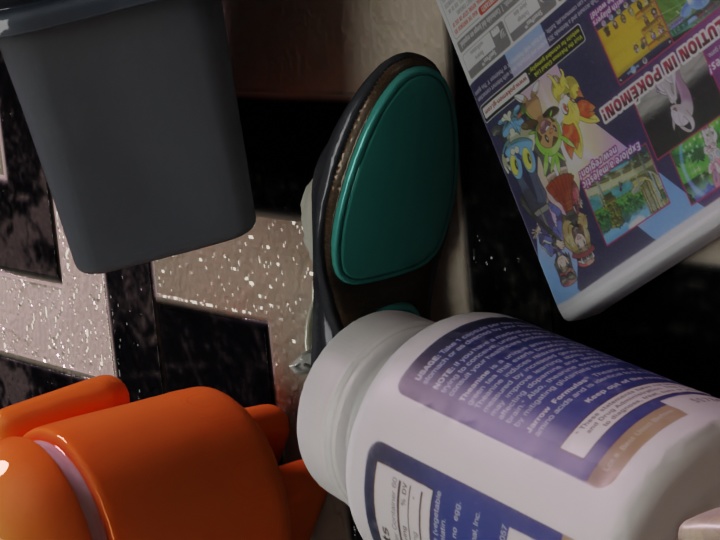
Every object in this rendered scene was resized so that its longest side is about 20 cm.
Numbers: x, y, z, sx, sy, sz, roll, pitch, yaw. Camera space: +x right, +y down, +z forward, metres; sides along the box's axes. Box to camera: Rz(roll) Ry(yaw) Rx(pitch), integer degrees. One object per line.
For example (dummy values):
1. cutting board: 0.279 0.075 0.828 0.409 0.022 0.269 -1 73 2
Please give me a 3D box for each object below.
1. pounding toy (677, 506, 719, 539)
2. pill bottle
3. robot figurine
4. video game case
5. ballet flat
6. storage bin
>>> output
1. pounding toy: 0.187 0.141 0.538 0.142 0.199 0.186 -13 90 55
2. pill bottle: 0.065 0.080 0.775 0.199 0.110 0.112 22 118 50
3. robot figurine: -0.113 0.122 0.966 0.116 0.199 0.145 -17 87 55
4. video game case: 0.102 -0.101 0.744 0.200 0.023 0.184 -38 69 52
5. ballet flat: 0.000 0.000 0.884 0.073 0.073 0.202 27 124 48
6. storage bin: -0.100 -0.091 0.937 0.200 0.144 0.136 -124 21 -70
